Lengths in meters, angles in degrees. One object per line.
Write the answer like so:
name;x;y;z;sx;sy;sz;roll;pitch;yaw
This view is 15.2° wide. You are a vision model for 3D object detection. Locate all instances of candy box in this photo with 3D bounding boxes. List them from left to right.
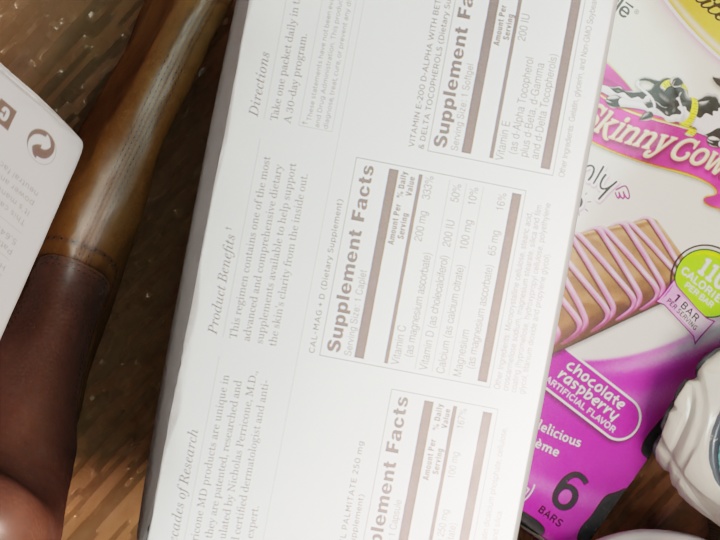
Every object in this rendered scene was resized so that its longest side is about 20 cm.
candy box;0.077;-0.017;0.978;0.136;0.061;0.200;36;86;-15

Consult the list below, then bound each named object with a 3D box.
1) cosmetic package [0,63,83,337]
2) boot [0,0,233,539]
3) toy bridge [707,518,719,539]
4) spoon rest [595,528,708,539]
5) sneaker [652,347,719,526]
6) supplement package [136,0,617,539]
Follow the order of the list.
cosmetic package;-0.167;0.029;0.806;0.074;0.101;0.201;41;49;-26
boot;-0.087;0.001;0.873;0.068;0.188;0.201;30;90;-4
toy bridge;0.233;0.104;1.050;0.199;0.027;0.068;-11;101;-13
spoon rest;0.144;0.137;0.975;0.199;0.061;0.100;-3;107;-21
sneaker;0.195;0.049;0.984;0.199;0.078;0.080;-26;60;-30
supplement package;0.000;0.000;0.853;0.110;0.156;0.201;11;88;-4
